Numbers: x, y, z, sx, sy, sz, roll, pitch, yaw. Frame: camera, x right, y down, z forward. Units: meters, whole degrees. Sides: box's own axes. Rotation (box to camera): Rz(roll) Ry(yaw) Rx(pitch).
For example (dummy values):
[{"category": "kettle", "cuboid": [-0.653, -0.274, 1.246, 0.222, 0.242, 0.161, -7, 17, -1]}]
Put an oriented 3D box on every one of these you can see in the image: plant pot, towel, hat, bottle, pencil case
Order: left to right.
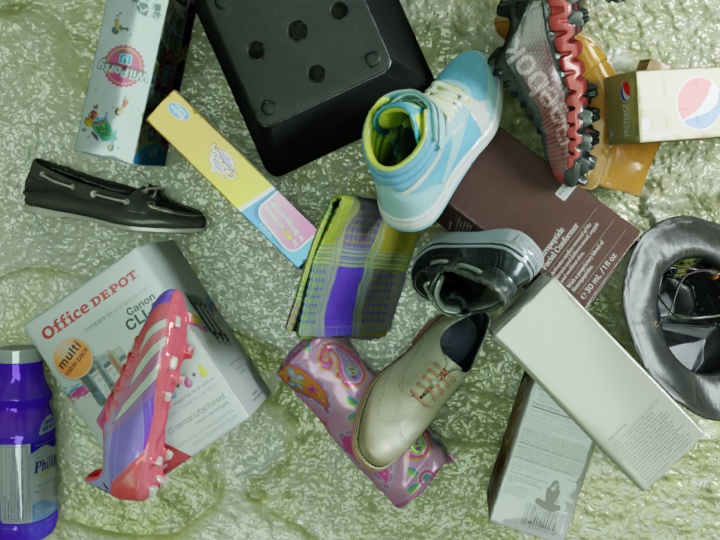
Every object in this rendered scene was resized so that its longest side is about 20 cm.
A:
[{"category": "bottle", "cuboid": [-0.355, 0.180, 1.238, 0.065, 0.084, 0.202, 0, 93, 5]}, {"category": "plant pot", "cuboid": [-0.049, -0.220, 1.140, 0.199, 0.177, 0.201, -24, 92, 5]}, {"category": "towel", "cuboid": [0.000, 0.000, 1.148, 0.023, 0.200, 0.145, 20, 95, 25]}, {"category": "pencil case", "cuboid": [0.005, 0.147, 1.209, 0.087, 0.087, 0.200, -42, 90, 6]}, {"category": "hat", "cuboid": [0.320, 0.051, 1.167, 0.199, 0.081, 0.202, 6, 75, -22]}]

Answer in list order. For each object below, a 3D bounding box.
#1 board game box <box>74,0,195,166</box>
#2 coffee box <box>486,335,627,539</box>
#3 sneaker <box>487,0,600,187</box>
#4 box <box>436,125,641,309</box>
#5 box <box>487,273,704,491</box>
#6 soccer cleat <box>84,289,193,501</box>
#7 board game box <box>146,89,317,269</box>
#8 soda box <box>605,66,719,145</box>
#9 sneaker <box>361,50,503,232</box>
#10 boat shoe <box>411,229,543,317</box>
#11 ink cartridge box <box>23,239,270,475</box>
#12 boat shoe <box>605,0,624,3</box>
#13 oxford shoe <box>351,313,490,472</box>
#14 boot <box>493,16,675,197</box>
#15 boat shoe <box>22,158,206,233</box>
[{"category": "board game box", "cuboid": [-0.216, -0.208, 1.168, 0.064, 0.148, 0.202, 14, 95, 1]}, {"category": "coffee box", "cuboid": [0.192, 0.154, 1.178, 0.079, 0.114, 0.202, 17, 94, 3]}, {"category": "sneaker", "cuboid": [0.173, -0.176, 1.118, 0.097, 0.071, 0.202, -6, 100, 19]}, {"category": "box", "cuboid": [0.165, -0.051, 1.163, 0.199, 0.075, 0.100, 37, 77, 10]}, {"category": "box", "cuboid": [0.213, 0.101, 1.082, 0.082, 0.068, 0.200, -43, 91, 4]}, {"category": "soccer cleat", "cuboid": [-0.204, 0.114, 1.087, 0.076, 0.067, 0.202, 11, 97, 7]}, {"category": "board game box", "cuboid": [-0.115, -0.084, 1.164, 0.200, 0.153, 0.040, 44, 90, 1]}, {"category": "soda box", "cuboid": [0.340, -0.161, 1.138, 0.198, 0.064, 0.068, -5, 94, -15]}, {"category": "sneaker", "cuboid": [0.069, -0.147, 1.089, 0.079, 0.131, 0.201, 17, 69, 24]}, {"category": "boat shoe", "cuboid": [0.093, 0.007, 1.127, 0.072, 0.200, 0.071, 48, 67, -9]}, {"category": "ink cartridge box", "cuboid": [-0.210, 0.091, 1.189, 0.145, 0.145, 0.201, -34, 90, 6]}, {"category": "boat shoe", "cuboid": [0.181, -0.316, 1.176, 0.199, 0.072, 0.071, 38, 105, 11]}, {"category": "oxford shoe", "cuboid": [0.060, 0.109, 1.157, 0.071, 0.074, 0.201, 40, 61, -9]}, {"category": "boot", "cuboid": [0.208, -0.161, 1.177, 0.200, 0.071, 0.145, 19, 95, -1]}, {"category": "boat shoe", "cuboid": [-0.255, -0.076, 1.221, 0.198, 0.067, 0.058, 8, 99, 7]}]
